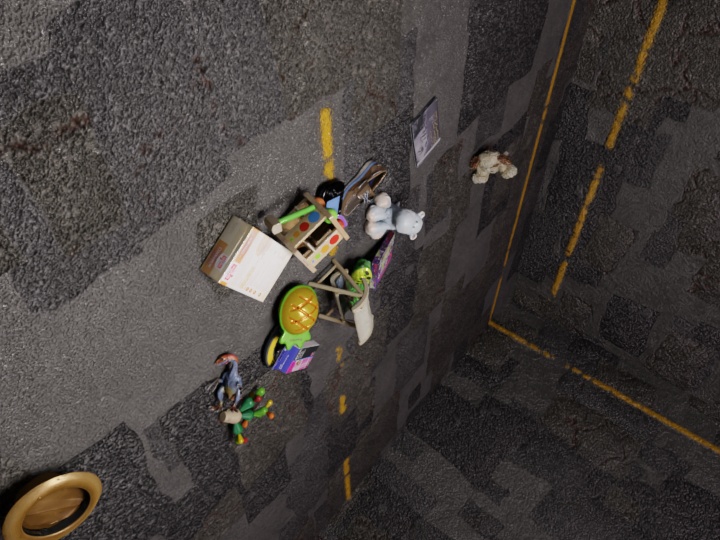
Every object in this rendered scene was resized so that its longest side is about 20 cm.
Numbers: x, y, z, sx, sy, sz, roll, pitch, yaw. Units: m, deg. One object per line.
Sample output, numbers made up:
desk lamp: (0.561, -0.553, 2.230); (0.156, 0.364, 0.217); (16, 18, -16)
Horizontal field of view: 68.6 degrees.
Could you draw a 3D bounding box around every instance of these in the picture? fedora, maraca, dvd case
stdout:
fedora: (-0.669, 0.497, 1.139); (0.200, 0.082, 0.201); (-34, 140, -35)
maraca: (-0.188, 0.141, 1.582); (0.137, 0.107, 0.201); (0, 103, -39)
dvd case: (0.225, -0.472, 1.816); (0.149, 0.016, 0.200); (-51, 152, -20)

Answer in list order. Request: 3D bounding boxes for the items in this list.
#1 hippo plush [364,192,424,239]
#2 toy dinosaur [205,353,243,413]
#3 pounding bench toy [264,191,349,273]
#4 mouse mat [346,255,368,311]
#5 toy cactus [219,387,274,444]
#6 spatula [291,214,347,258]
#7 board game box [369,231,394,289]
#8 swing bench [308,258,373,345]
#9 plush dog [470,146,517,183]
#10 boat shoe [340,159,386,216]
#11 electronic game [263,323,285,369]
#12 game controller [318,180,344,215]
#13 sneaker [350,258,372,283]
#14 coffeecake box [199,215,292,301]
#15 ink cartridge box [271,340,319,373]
hippo plush: (0.120, -0.156, 1.785); (0.160, 0.160, 0.200); (-63, 153, 6)
toy dinosaur: (-0.383, 0.315, 1.512); (0.200, 0.104, 0.182); (-132, -125, -79)
pounding bench toy: (-0.140, -0.121, 1.367); (0.156, 0.124, 0.200); (-45, 150, -3)
mouse mat: (-0.022, 0.055, 1.920); (0.161, 0.008, 0.201); (-43, 150, -32)
toy cactus: (-0.363, 0.461, 1.647); (0.165, 0.102, 0.200); (17, 110, -53)
spatula: (-0.128, -0.093, 1.507); (0.200, 0.021, 0.057); (-37, 139, -6)
board game box: (0.079, -0.039, 1.912); (0.200, 0.032, 0.120); (-60, 166, -47)
swing bench: (-0.042, 0.103, 1.712); (0.130, 0.200, 0.199); (-46, 150, -27)
plush dog: (0.566, -0.472, 2.281); (0.172, 0.199, 0.161); (-3, 86, -70)
boat shoe: (0.006, -0.243, 1.595); (0.200, 0.072, 0.072); (-57, 153, -6)
electronic game: (-0.232, 0.226, 1.681); (0.200, 0.042, 0.201); (-41, 147, -34)
game controller: (-0.091, -0.163, 1.536); (0.104, 0.042, 0.201); (-25, 138, -41)
sneaker: (0.000, 0.000, 1.788); (0.200, 0.074, 0.084); (110, -21, -82)
coffeecake box: (-0.278, -0.024, 1.314); (0.154, 0.073, 0.200); (-58, 154, -4)
ink cartridge box: (-0.207, 0.279, 1.712); (0.095, 0.037, 0.200); (-60, 159, 8)
